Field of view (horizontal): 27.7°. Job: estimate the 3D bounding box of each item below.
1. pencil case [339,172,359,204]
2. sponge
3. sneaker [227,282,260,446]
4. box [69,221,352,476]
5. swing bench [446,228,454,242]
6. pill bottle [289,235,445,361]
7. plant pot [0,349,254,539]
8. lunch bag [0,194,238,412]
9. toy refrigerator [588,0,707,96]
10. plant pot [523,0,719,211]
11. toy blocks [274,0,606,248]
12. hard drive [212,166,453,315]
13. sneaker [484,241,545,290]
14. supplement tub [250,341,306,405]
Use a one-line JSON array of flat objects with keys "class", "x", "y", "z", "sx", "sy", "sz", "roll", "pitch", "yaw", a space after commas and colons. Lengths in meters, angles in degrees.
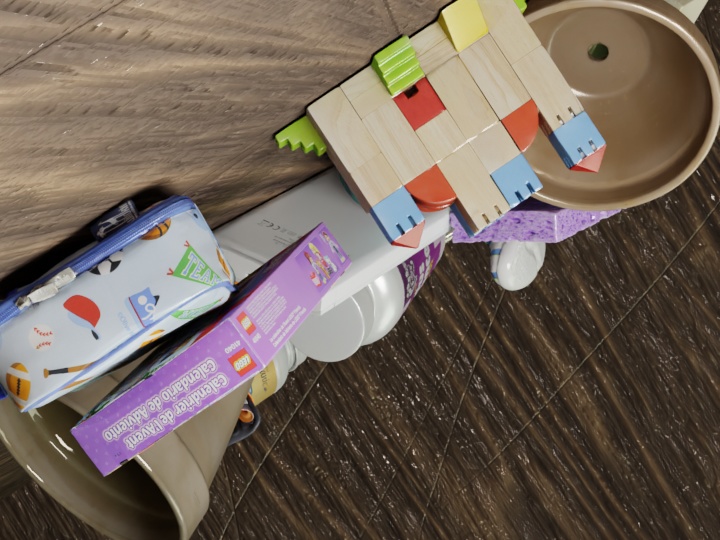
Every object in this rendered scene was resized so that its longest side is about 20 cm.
[{"class": "pencil case", "x": 0.029, "y": -0.085, "z": 1.153, "sx": 0.091, "sy": 0.086, "sz": 0.200, "roll": 5, "pitch": 180, "yaw": 1}, {"class": "sponge", "x": 0.179, "y": -0.060, "z": 1.313, "sx": 0.111, "sy": 0.030, "sz": 0.199, "roll": -1, "pitch": -167, "yaw": 39}, {"class": "sneaker", "x": -0.110, "y": 0.083, "z": 1.307, "sx": 0.201, "sy": 0.077, "sz": 0.112, "roll": -56, "pitch": -140, "yaw": 5}, {"class": "box", "x": -0.091, "y": 0.046, "z": 0.948, "sx": 0.136, "sy": 0.039, "sz": 0.200, "roll": -35, "pitch": -174, "yaw": 23}, {"class": "swing bench", "x": 0.100, "y": -0.088, "z": 1.943, "sx": 0.198, "sy": 0.131, "sz": 0.200, "roll": -33, "pitch": 173, "yaw": 1}, {"class": "pill bottle", "x": 0.000, "y": 0.000, "z": 1.335, "sx": 0.112, "sy": 0.113, "sz": 0.200, "roll": -35, "pitch": -171, "yaw": 33}, {"class": "plant pot", "x": -0.173, "y": 0.098, "z": 1.180, "sx": 0.174, "sy": 0.200, "sz": 0.200, "roll": -51, "pitch": -172, "yaw": -31}, {"class": "lunch bag", "x": -0.156, "y": 0.023, "z": 0.887, "sx": 0.159, "sy": 0.076, "sz": 0.200, "roll": -32, "pitch": 179, "yaw": -4}, {"class": "toy refrigerator", "x": 0.218, "y": -0.179, "z": 1.269, "sx": 0.070, "sy": 0.076, "sz": 0.201, "roll": -33, "pitch": 158, "yaw": -44}, {"class": "plant pot", "x": 0.189, "y": -0.154, "z": 1.177, "sx": 0.200, "sy": 0.200, "sz": 0.093, "roll": -35, "pitch": -153, "yaw": 34}, {"class": "toy blocks", "x": 0.063, "y": -0.085, "z": 0.947, "sx": 0.199, "sy": 0.138, "sz": 0.100, "roll": -33, "pitch": 179, "yaw": -5}, {"class": "hard drive", "x": -0.027, "y": -0.030, "z": 1.239, "sx": 0.199, "sy": 0.131, "sz": 0.027, "roll": -33, "pitch": 137, "yaw": -48}, {"class": "sneaker", "x": 0.138, "y": -0.051, "z": 1.493, "sx": 0.104, "sy": 0.076, "sz": 0.201, "roll": -2, "pitch": -143, "yaw": 22}, {"class": "supplement tub", "x": -0.175, "y": 0.107, "z": 1.704, "sx": 0.199, "sy": 0.145, "sz": 0.145, "roll": -34, "pitch": 179, "yaw": -26}]
